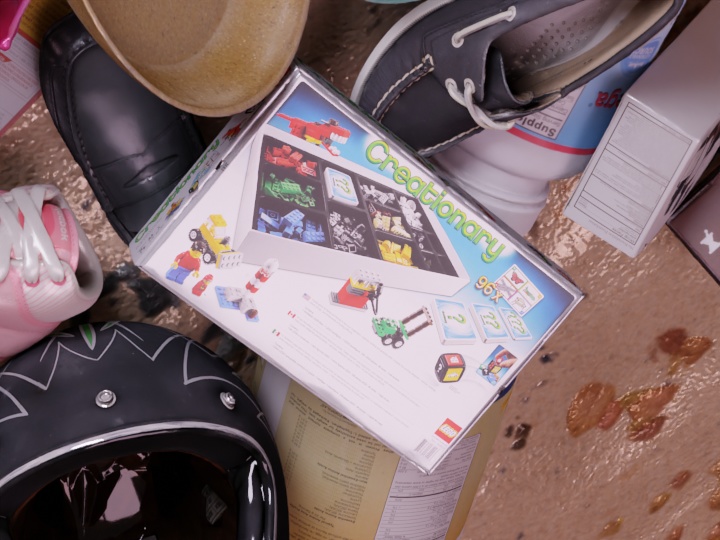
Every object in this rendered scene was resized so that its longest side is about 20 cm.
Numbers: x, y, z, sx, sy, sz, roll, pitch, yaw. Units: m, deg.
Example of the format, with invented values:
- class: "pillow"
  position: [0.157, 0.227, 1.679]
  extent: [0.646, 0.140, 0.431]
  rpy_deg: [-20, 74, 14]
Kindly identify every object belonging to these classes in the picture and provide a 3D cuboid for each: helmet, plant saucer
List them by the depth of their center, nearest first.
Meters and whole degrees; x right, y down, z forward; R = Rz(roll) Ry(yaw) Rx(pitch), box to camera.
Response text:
- class: "plant saucer"
  position: [-0.089, -0.167, 0.973]
  extent: [0.035, 0.202, 0.200]
  rpy_deg: [-6, 149, 31]
- class: "helmet"
  position: [-0.129, 0.123, 1.156]
  extent: [0.198, 0.200, 0.193]
  rpy_deg: [-13, 92, -23]

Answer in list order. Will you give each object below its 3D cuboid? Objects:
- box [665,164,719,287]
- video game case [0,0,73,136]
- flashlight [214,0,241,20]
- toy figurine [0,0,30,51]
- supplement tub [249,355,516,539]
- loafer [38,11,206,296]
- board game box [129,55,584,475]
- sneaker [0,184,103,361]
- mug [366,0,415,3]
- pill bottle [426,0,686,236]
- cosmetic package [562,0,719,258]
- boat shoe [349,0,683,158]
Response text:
- class: "box"
  position: [0.234, -0.036, 1.259]
  extent: [0.100, 0.075, 0.200]
  rpy_deg: [-42, 175, 7]
- class: "video game case"
  position: [-0.172, -0.147, 1.023]
  extent: [0.200, 0.017, 0.143]
  rpy_deg: [-44, 136, 9]
- class: "flashlight"
  position: [-0.038, -0.073, 1.111]
  extent: [0.200, 0.067, 0.068]
  rpy_deg: [52, 57, -42]
- class: "toy figurine"
  position: [-0.216, -0.115, 0.905]
  extent: [0.184, 0.151, 0.200]
  rpy_deg: [-38, 179, -12]
- class: "supplement tub"
  position: [0.004, 0.090, 1.246]
  extent: [0.143, 0.145, 0.201]
  rpy_deg: [-5, 129, -29]
- class: "loafer"
  position: [-0.105, -0.054, 1.095]
  extent: [0.068, 0.071, 0.201]
  rpy_deg: [-31, 143, -7]
- class: "board game box"
  position: [0.000, 0.000, 1.089]
  extent: [0.200, 0.035, 0.126]
  rpy_deg: [37, 100, -24]
- class: "sneaker"
  position: [-0.201, -0.019, 1.054]
  extent: [0.104, 0.076, 0.200]
  rpy_deg: [-23, 148, 20]
- class: "mug"
  position: [0.032, -0.206, 1.023]
  extent: [0.151, 0.115, 0.185]
  rpy_deg: [-13, 164, -43]
- class: "pill bottle"
  position: [0.098, -0.121, 1.151]
  extent: [0.108, 0.109, 0.201]
  rpy_deg: [6, 123, -36]
- class: "cosmetic package"
  position: [0.181, -0.088, 1.189]
  extent: [0.200, 0.050, 0.083]
  rpy_deg: [-45, 165, -52]
- class: "boat shoe"
  position: [0.075, -0.104, 1.056]
  extent: [0.199, 0.061, 0.074]
  rpy_deg: [-31, 135, 27]
